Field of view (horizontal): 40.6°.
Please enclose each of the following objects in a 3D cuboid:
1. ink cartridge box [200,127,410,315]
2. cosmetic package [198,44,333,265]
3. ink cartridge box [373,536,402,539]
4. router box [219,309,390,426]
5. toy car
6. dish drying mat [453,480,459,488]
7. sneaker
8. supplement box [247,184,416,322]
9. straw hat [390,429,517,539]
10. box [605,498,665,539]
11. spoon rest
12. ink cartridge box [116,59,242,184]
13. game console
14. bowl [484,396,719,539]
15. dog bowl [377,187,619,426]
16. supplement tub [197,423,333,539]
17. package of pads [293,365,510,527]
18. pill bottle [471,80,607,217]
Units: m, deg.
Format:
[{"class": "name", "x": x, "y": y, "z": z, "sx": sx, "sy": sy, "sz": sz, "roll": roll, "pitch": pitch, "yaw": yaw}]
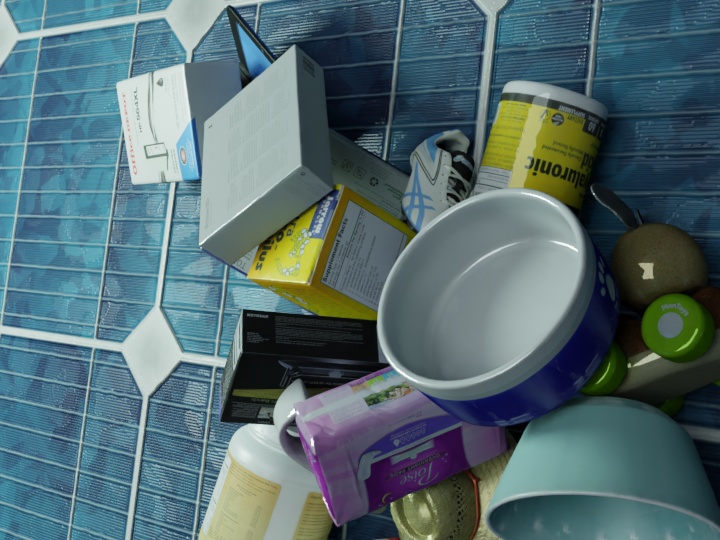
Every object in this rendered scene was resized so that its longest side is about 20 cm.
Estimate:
[{"class": "ink cartridge box", "x": -0.059, "y": -0.065, "z": 1.150, "sx": 0.196, "sy": 0.043, "sz": 0.200, "roll": 30, "pitch": 103, "yaw": 0}, {"class": "cosmetic package", "x": -0.103, "y": -0.124, "z": 1.031, "sx": 0.151, "sy": 0.052, "sz": 0.200, "roll": -32, "pitch": 42, "yaw": 26}, {"class": "ink cartridge box", "x": -0.032, "y": 0.358, "z": 1.026, "sx": 0.146, "sy": 0.200, "sz": 0.085, "roll": -45, "pitch": 60, "yaw": 22}, {"class": "router box", "x": -0.039, "y": 0.109, "z": 1.016, "sx": 0.157, "sy": 0.199, "sz": 0.052, "roll": 116, "pitch": 156, "yaw": -52}, {"class": "toy car", "x": 0.259, "y": 0.018, "z": 0.898, "sx": 0.158, "sy": 0.164, "sz": 0.201, "roll": -28, "pitch": 58, "yaw": 30}, {"class": "dish drying mat", "x": 0.056, "y": 0.160, "z": 1.105, "sx": 0.200, "sy": 0.018, "sz": 0.077, "roll": 40, "pitch": 108, "yaw": 33}, {"class": "sneaker", "x": 0.089, "y": -0.086, "z": 1.040, "sx": 0.072, "sy": 0.072, "sz": 0.200, "roll": -40, "pitch": 27, "yaw": 30}, {"class": "supplement box", "x": 0.000, "y": 0.000, "z": 1.036, "sx": 0.109, "sy": 0.200, "sz": 0.109, "roll": 3, "pitch": 69, "yaw": 49}, {"class": "straw hat", "x": 0.076, "y": 0.236, "z": 0.995, "sx": 0.201, "sy": 0.085, "sz": 0.202, "roll": -14, "pitch": 70, "yaw": 43}, {"class": "box", "x": 0.216, "y": 0.290, "z": 0.950, "sx": 0.159, "sy": 0.046, "sz": 0.200, "roll": 29, "pitch": 100, "yaw": 36}, {"class": "spoon rest", "x": -0.030, "y": 0.187, "z": 1.014, "sx": 0.061, "sy": 0.200, "sz": 0.099, "roll": -32, "pitch": 41, "yaw": 10}, {"class": "ink cartridge box", "x": -0.235, "y": -0.190, "z": 1.282, "sx": 0.200, "sy": 0.084, "sz": 0.147, "roll": 2, "pitch": 102, "yaw": 52}, {"class": "game console", "x": -0.145, "y": -0.202, "z": 1.244, "sx": 0.171, "sy": 0.118, "sz": 0.200, "roll": -46, "pitch": 59, "yaw": 14}, {"class": "bowl", "x": 0.212, "y": 0.179, "z": 0.842, "sx": 0.200, "sy": 0.201, "sz": 0.105, "roll": -12, "pitch": 53, "yaw": 34}, {"class": "dog bowl", "x": 0.117, "y": 0.030, "z": 0.843, "sx": 0.200, "sy": 0.079, "sz": 0.201, "roll": -24, "pitch": 45, "yaw": 26}, {"class": "supplement tub", "x": -0.098, "y": 0.265, "z": 1.124, "sx": 0.144, "sy": 0.144, "sz": 0.201, "roll": 23, "pitch": 97, "yaw": 36}, {"class": "package of pads", "x": 0.044, "y": 0.152, "z": 0.936, "sx": 0.076, "sy": 0.199, "sz": 0.121, "roll": -131, "pitch": 23, "yaw": -56}, {"class": "pill bottle", "x": 0.174, "y": -0.084, "z": 0.999, "sx": 0.111, "sy": 0.111, "sz": 0.201, "roll": 19, "pitch": 95, "yaw": 37}]
